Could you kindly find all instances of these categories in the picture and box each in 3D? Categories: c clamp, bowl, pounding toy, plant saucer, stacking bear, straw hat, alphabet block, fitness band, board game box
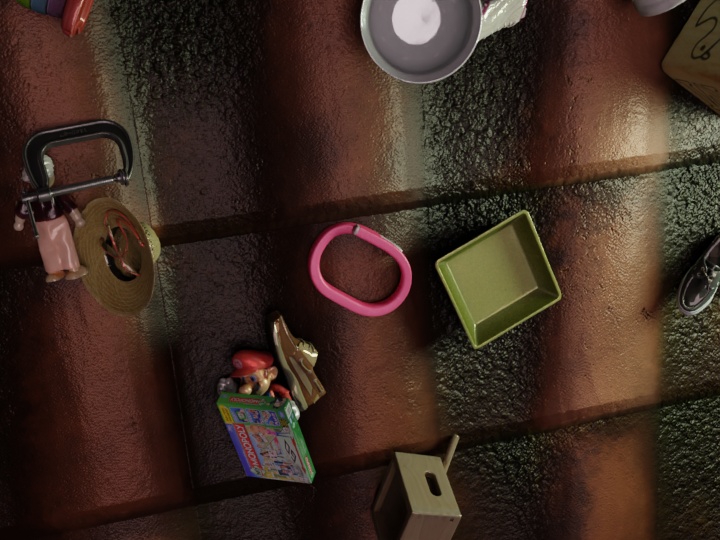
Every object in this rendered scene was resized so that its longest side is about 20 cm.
[{"bbox_3d":[-0.441,-0.152,1.505,0.197,0.027,0.173,-21,74,-22],"label":"c clamp"},{"bbox_3d":[0.096,-0.411,1.576,0.197,0.090,0.205,0,104,-1],"label":"bowl"},{"bbox_3d":[0.120,0.439,1.837,0.140,0.201,0.186,10,119,-18],"label":"pounding toy"},{"bbox_3d":[0.251,0.012,1.791,0.198,0.048,0.202,-29,113,-5],"label":"plant saucer"},{"bbox_3d":[-0.492,-0.440,1.409,0.197,0.122,0.115,23,103,-13],"label":"stacking bear"},{"bbox_3d":[-0.375,-0.032,1.579,0.085,0.198,0.205,-30,122,-51],"label":"straw hat"},{"bbox_3d":[0.695,-0.381,1.705,0.195,0.200,0.197,30,97,-22],"label":"alphabet block"},{"bbox_3d":[0.000,0.000,1.724,0.198,0.037,0.145,28,99,-21],"label":"fitness band"},{"bbox_3d":[-0.166,0.299,1.712,0.132,0.029,0.202,1,131,20],"label":"board game box"}]

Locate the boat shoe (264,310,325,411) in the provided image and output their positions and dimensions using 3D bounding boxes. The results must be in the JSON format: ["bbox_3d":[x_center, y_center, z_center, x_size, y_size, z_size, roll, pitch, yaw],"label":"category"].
[{"bbox_3d":[-0.115,0.156,1.729,0.073,0.076,0.203,-24,120,-12],"label":"boat shoe"}]

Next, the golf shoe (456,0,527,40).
[{"bbox_3d":[0.231,-0.433,1.628,0.091,0.075,0.201,36,97,-26],"label":"golf shoe"}]

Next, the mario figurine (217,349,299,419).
[{"bbox_3d":[-0.182,0.234,1.714,0.122,0.106,0.202,-24,114,-5],"label":"mario figurine"}]

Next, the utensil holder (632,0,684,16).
[{"bbox_3d":[0.483,-0.560,1.605,0.170,0.170,0.200,-44,112,2],"label":"utensil holder"}]

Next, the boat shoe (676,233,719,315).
[{"bbox_3d":[0.687,-0.004,1.889,0.068,0.057,0.202,33,91,19],"label":"boat shoe"}]

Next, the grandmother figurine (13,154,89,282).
[{"bbox_3d":[-0.501,-0.086,1.547,0.119,0.061,0.204,-8,107,-2],"label":"grandmother figurine"}]
